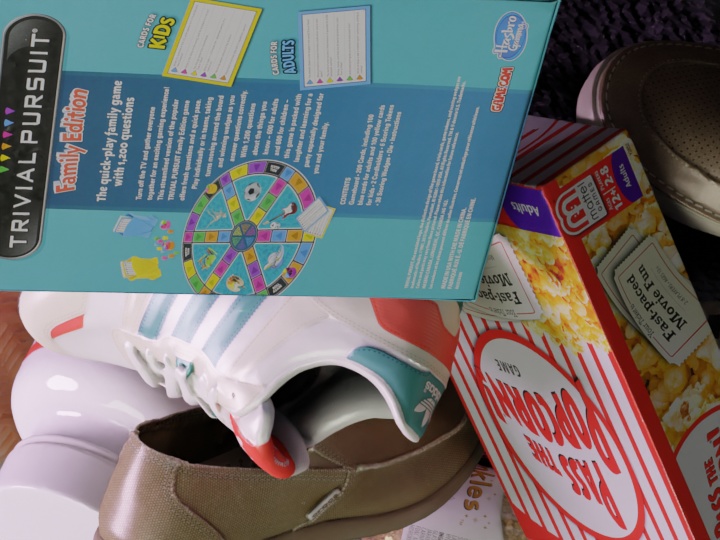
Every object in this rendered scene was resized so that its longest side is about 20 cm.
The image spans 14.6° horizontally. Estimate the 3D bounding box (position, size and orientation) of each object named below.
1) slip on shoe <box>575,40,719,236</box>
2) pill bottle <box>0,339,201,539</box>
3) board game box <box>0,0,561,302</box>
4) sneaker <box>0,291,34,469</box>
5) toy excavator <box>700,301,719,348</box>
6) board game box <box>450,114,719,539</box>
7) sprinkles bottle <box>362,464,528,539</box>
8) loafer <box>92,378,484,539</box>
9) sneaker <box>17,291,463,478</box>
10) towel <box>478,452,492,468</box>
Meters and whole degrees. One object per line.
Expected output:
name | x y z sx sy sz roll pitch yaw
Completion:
slip on shoe | 0.181 -0.037 1.068 0.200 0.076 0.061 28 154 -5
pill bottle | -0.087 0.041 1.250 0.111 0.200 0.112 18 146 12
board game box | -0.044 -0.058 0.982 0.200 0.047 0.151 2 136 -12
sneaker | -0.181 0.014 1.295 0.080 0.071 0.200 49 157 31
toy excavator | 0.172 0.036 1.144 0.200 0.195 0.100 -1 149 -10
board game box | 0.085 0.032 1.120 0.151 0.046 0.200 15 135 60
sprinkles bottle | 0.071 0.131 1.365 0.200 0.068 0.068 13 147 3
loafer | -0.022 0.074 1.171 0.076 0.200 0.068 32 131 35
sneaker | -0.053 0.032 1.103 0.199 0.094 0.070 -3 152 24
towel | 0.076 0.064 1.313 0.200 0.023 0.144 1 156 35
